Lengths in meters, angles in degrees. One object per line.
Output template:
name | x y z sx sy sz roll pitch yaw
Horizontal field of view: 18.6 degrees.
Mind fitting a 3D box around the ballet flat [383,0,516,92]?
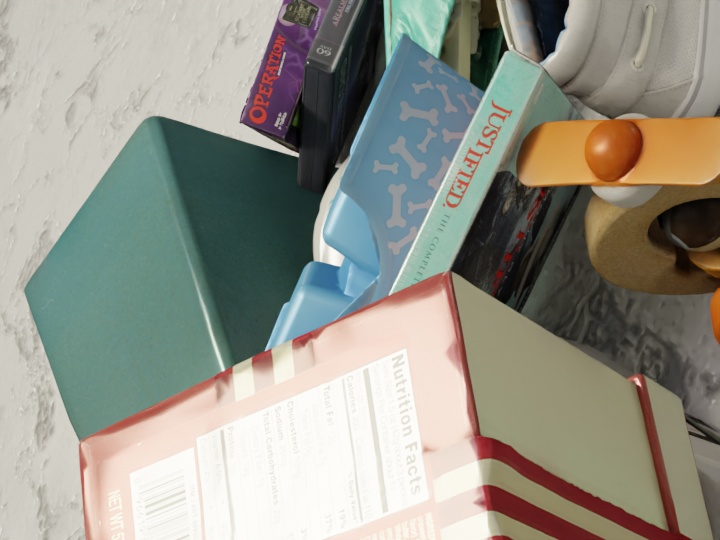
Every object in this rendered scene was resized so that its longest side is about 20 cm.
ballet flat | 0.043 -0.064 1.015 0.070 0.067 0.201 -2 81 33

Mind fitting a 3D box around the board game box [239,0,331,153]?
board game box | -0.020 -0.121 1.148 0.200 0.032 0.120 13 -79 -85

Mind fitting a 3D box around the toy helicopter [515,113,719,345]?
toy helicopter | 0.144 -0.049 0.810 0.200 0.132 0.079 127 148 -52

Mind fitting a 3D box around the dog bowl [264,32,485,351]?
dog bowl | 0.000 0.000 0.943 0.111 0.049 0.201 -80 14 -80

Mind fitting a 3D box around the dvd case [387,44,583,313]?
dvd case | 0.054 -0.009 0.935 0.146 0.022 0.200 -64 -12 0

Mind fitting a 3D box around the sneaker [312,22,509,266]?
sneaker | 0.034 -0.051 1.085 0.080 0.070 0.201 0 73 53

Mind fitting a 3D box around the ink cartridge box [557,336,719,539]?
ink cartridge box | 0.101 0.110 0.886 0.200 0.068 0.116 38 107 59

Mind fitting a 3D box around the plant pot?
plant pot | -0.065 0.053 1.125 0.141 0.141 0.200 -50 42 32

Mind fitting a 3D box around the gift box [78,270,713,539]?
gift box | 0.016 0.123 0.759 0.199 0.187 0.185 -21 60 30

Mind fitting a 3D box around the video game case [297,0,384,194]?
video game case | 0.012 -0.154 1.113 0.143 0.019 0.201 98 -166 -68

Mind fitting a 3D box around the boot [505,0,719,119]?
boot | 0.115 -0.160 0.986 0.073 0.095 0.201 -32 48 47
